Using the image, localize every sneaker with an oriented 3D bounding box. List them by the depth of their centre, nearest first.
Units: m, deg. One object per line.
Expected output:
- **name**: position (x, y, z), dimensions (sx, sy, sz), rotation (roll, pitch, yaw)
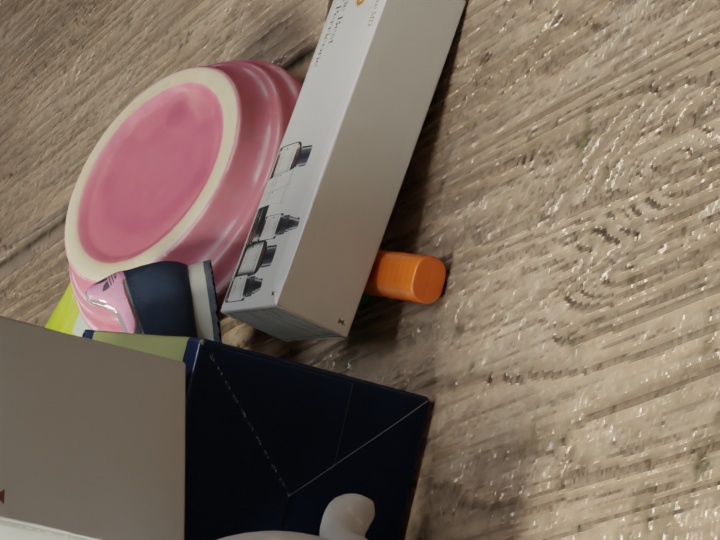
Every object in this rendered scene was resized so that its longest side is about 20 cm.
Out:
- **sneaker**: position (-0.120, 0.093, 1.699), dimensions (0.070, 0.082, 0.201), rotation (-121, 30, -80)

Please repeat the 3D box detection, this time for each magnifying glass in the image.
- **magnifying glass**: position (0.000, 0.000, 1.613), dimensions (0.200, 0.022, 0.080), rotation (-173, 98, -70)

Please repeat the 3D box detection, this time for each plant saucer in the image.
- **plant saucer**: position (-0.112, -0.048, 1.782), dimensions (0.200, 0.051, 0.201), rotation (-31, 41, 31)

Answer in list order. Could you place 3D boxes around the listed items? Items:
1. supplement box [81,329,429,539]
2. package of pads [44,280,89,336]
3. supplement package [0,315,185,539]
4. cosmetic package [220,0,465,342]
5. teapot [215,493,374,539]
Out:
- **supplement box**: position (-0.081, 0.144, 1.555), dimensions (0.200, 0.134, 0.201), rotation (0, 75, 67)
- **package of pads**: position (-0.155, 0.072, 1.871), dimensions (0.155, 0.068, 0.201), rotation (-57, 27, 36)
- **supplement package**: position (-0.178, 0.130, 1.462), dimensions (0.200, 0.117, 0.117), rotation (-49, 33, 47)
- **cosmetic package**: position (-0.010, -0.063, 1.599), dimensions (0.082, 0.050, 0.201), rotation (-7, 61, 63)
- **teapot**: position (-0.061, 0.213, 1.376), dimensions (0.146, 0.199, 0.199), rotation (8, 97, 60)
